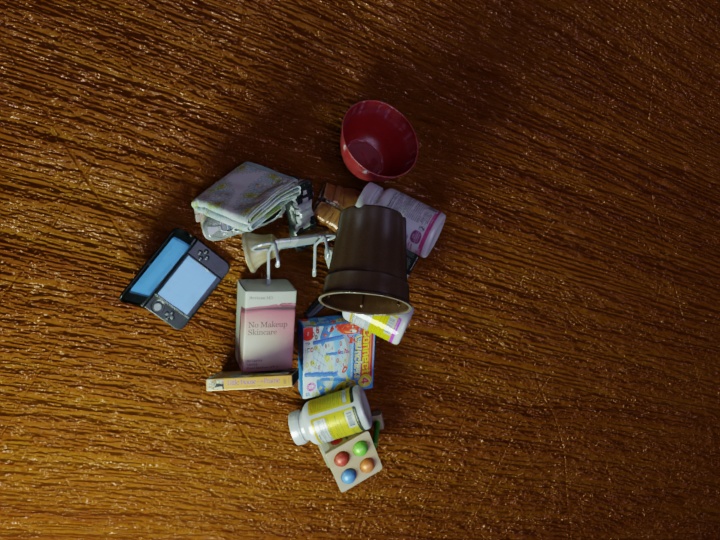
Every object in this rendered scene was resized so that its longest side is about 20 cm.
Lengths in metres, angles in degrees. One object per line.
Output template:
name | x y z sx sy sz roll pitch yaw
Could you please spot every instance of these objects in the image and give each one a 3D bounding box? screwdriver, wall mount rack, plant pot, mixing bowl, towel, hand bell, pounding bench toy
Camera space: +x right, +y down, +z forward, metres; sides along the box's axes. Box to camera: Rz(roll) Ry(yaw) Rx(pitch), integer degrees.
screwdriver | -0.065 0.052 1.530 0.200 0.028 0.029 -42 143 -8
wall mount rack | -0.149 -0.028 1.347 0.197 0.174 0.076 -9 81 -18
plant pot | 0.020 -0.022 1.276 0.198 0.200 0.201 13 73 -23
mixing bowl | 0.027 -0.291 1.427 0.198 0.108 0.203 9 68 -23
towel | -0.249 -0.166 1.301 0.171 0.198 0.049 -42 137 -33
hand bell | -0.168 -0.067 1.393 0.197 0.104 0.106 -13 107 1
pounding bench toy | -0.002 0.458 1.573 0.198 0.156 0.126 -26 109 -14

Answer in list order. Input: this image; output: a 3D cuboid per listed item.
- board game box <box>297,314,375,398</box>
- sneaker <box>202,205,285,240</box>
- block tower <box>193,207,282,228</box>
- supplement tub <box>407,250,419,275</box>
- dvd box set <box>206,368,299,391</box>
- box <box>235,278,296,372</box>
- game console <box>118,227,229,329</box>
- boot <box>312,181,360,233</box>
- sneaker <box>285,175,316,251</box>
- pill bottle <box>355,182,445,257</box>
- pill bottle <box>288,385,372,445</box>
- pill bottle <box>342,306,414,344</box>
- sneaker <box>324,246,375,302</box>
board game box | -0.063 0.218 1.540 0.193 0.056 0.203 -5 110 -19
sneaker | -0.259 -0.123 1.328 0.198 0.082 0.076 -26 109 -13
block tower | -0.286 -0.139 1.389 0.197 0.058 0.055 -9 105 -17
supplement tub | 0.088 -0.047 1.515 0.122 0.122 0.202 29 91 -24
dvd box set | -0.251 0.257 1.410 0.197 0.146 0.030 -3 87 1
box | -0.230 0.130 1.436 0.126 0.109 0.203 -1 104 -20
game console | -0.413 0.025 1.344 0.176 0.116 0.201 41 86 -23
boot | -0.054 -0.108 1.478 0.153 0.073 0.203 20 83 -24
sneaker | -0.155 -0.143 1.434 0.066 0.090 0.202 -27 136 -33
pill bottle | 0.090 -0.123 1.403 0.198 0.113 0.114 28 92 12
pill bottle | -0.078 0.374 1.512 0.197 0.113 0.114 -18 109 6
pill bottle | 0.026 0.095 1.469 0.198 0.104 0.105 26 92 8
sneaker | 0.000 0.000 1.435 0.099 0.200 0.071 -28 146 -31
